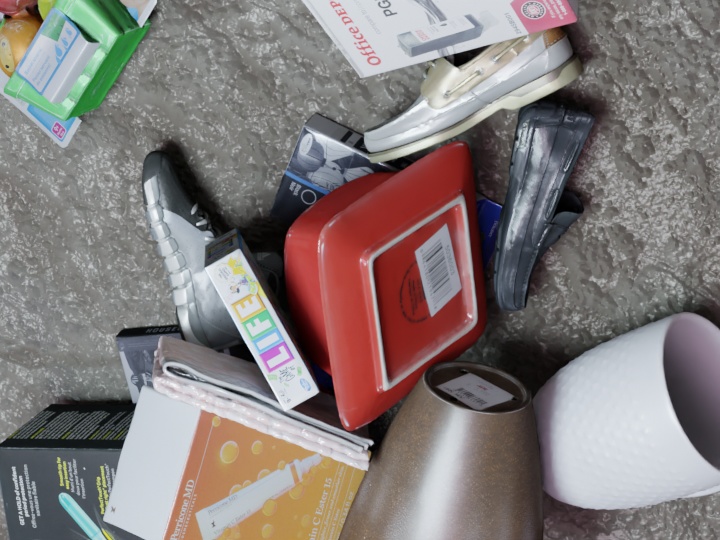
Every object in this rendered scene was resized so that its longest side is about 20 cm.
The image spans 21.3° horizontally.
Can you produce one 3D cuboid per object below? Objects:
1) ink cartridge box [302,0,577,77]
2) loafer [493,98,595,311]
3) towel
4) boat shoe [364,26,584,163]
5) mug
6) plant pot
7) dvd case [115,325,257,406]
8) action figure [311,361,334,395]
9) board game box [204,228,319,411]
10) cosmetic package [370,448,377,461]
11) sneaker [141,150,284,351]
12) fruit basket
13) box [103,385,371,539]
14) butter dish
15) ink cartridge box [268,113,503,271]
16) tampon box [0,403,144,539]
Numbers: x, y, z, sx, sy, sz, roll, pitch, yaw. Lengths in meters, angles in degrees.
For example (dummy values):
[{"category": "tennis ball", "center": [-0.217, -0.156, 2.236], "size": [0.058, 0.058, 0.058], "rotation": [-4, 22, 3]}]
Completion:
[{"category": "ink cartridge box", "center": [0.059, -0.247, 1.536], "size": [0.200, 0.085, 0.146], "rotation": [-11, 145, 24]}, {"category": "loafer", "center": [0.155, -0.051, 1.637], "size": [0.070, 0.068, 0.201], "rotation": [10, 119, 3]}, {"category": "towel", "center": [-0.085, 0.110, 1.664], "size": [0.200, 0.191, 0.032], "rotation": [22, 93, -6]}, {"category": "boat shoe", "center": [0.085, -0.156, 1.615], "size": [0.200, 0.075, 0.069], "rotation": [-25, 101, 16]}, {"category": "mug", "center": [0.250, 0.145, 1.666], "size": [0.175, 0.148, 0.200], "rotation": [-25, 134, 37]}, {"category": "plant pot", "center": [0.081, 0.186, 1.628], "size": [0.186, 0.187, 0.200], "rotation": [15, 114, 11]}, {"category": "dvd case", "center": [-0.144, 0.146, 1.851], "size": [0.150, 0.025, 0.200], "rotation": [-4, 113, 20]}, {"category": "action figure", "center": [-0.029, 0.090, 1.772], "size": [0.065, 0.052, 0.200], "rotation": [27, 119, -4]}, {"category": "board game box", "center": [-0.086, 0.037, 1.622], "size": [0.034, 0.200, 0.135], "rotation": [-29, 97, -1]}, {"category": "cosmetic package", "center": [0.004, 0.250, 1.822], "size": [0.101, 0.071, 0.200], "rotation": [46, 118, -7]}, {"category": "sneaker", "center": [-0.124, -0.024, 1.749], "size": [0.115, 0.075, 0.200], "rotation": [-12, 109, 7]}, {"category": "fruit basket", "center": [-0.295, -0.234, 1.688], "size": [0.200, 0.094, 0.185], "rotation": [40, 119, 1]}, {"category": "box", "center": [-0.107, 0.189, 1.687], "size": [0.097, 0.200, 0.125], "rotation": [13, 86, 51]}, {"category": "butter dish", "center": [0.000, 0.000, 1.622], "size": [0.148, 0.199, 0.200], "rotation": [17, 127, 39]}, {"category": "ink cartridge box", "center": [0.026, -0.051, 1.697], "size": [0.200, 0.039, 0.100], "rotation": [25, 118, 5]}, {"category": "tampon box", "center": [-0.221, 0.215, 1.813], "size": [0.199, 0.126, 0.150], "rotation": [-1, 106, 19]}]
